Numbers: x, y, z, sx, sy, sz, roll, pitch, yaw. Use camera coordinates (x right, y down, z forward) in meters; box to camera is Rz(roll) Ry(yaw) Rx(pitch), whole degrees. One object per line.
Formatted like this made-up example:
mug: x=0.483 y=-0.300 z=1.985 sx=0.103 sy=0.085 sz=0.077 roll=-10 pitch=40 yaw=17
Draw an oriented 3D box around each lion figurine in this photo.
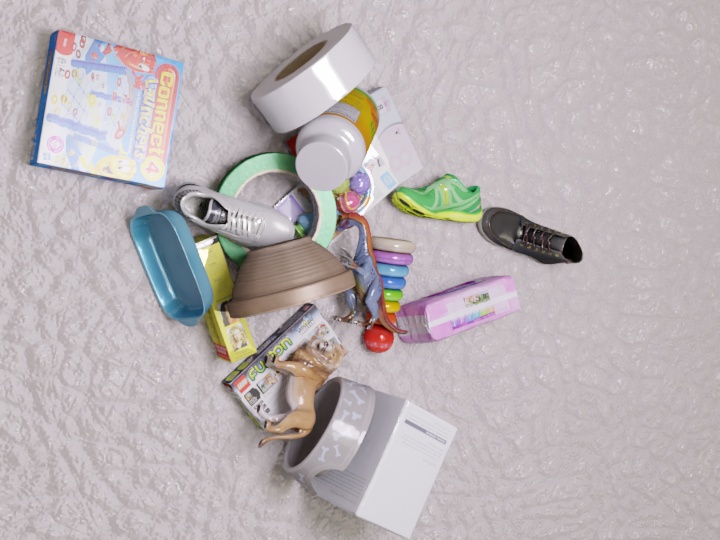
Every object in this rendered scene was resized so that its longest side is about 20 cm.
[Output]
lion figurine: x=-0.098 y=0.201 z=1.663 sx=0.122 sy=0.072 sz=0.201 roll=19 pitch=69 yaw=-23

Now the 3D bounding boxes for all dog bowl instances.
dog bowl: x=-0.056 y=0.263 z=1.679 sx=0.058 sy=0.200 sz=0.201 roll=32 pitch=77 yaw=-15

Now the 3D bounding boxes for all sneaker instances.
sneaker: x=0.320 y=-0.067 z=1.915 sx=0.199 sy=0.106 sz=0.075 roll=21 pitch=83 yaw=-28
sneaker: x=0.136 y=-0.133 z=1.833 sx=0.199 sy=0.074 sz=0.084 roll=5 pitch=93 yaw=-38
sneaker: x=-0.195 y=-0.078 z=1.587 sx=0.199 sy=0.080 sz=0.077 roll=15 pitch=93 yaw=-17

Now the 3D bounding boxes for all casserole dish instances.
casserole dish: x=-0.286 y=-0.012 z=1.582 sx=0.039 sy=0.121 sz=0.201 roll=-33 pitch=109 yaw=-42

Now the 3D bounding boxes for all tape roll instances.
tape roll: x=-0.139 y=-0.090 z=1.663 sx=0.199 sy=0.048 sz=0.202 roll=-2 pitch=98 yaw=-12
tape roll: x=-0.075 y=-0.307 z=1.632 sx=0.202 sy=0.202 sz=0.071 roll=-46 pitch=111 yaw=-19

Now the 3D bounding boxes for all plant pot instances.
plant pot: x=-0.113 y=0.003 z=1.564 sx=0.200 sy=0.201 sz=0.093 roll=-16 pitch=95 yaw=-27

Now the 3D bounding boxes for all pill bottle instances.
pill bottle: x=-0.040 y=-0.207 z=1.623 sx=0.111 sy=0.111 sz=0.200 roll=53 pitch=28 yaw=-20

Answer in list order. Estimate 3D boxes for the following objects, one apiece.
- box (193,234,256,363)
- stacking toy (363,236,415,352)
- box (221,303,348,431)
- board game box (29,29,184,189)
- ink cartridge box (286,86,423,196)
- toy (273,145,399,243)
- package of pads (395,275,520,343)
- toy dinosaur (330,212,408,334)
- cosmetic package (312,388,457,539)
box: x=-0.228 y=0.044 z=1.638 sx=0.050 sy=0.075 sz=0.201 roll=-24 pitch=105 yaw=-23
stacking toy: x=0.042 y=0.044 z=1.786 sx=0.085 sy=0.085 sz=0.202 roll=6 pitch=94 yaw=-29
box: x=-0.123 y=0.160 z=1.723 sx=0.200 sy=0.035 sz=0.110 roll=-43 pitch=111 yaw=-20
board game box: x=-0.380 y=-0.238 z=1.548 sx=0.195 sy=0.056 sz=0.202 roll=9 pitch=88 yaw=-29
ink cartridge box: x=-0.005 y=-0.200 z=1.763 sx=0.200 sy=0.057 sz=0.163 roll=-35 pitch=109 yaw=-28
toy: x=-0.034 y=-0.125 z=1.728 sx=0.200 sy=0.047 sz=0.115 roll=-41 pitch=109 yaw=-7
package of pads: x=0.172 y=0.069 z=1.832 sx=0.199 sy=0.120 sz=0.076 roll=-18 pitch=96 yaw=-27
toy dinosaur: x=0.000 y=0.000 z=1.721 sx=0.199 sy=0.105 sz=0.183 roll=14 pitch=89 yaw=-44
cosmetic package: x=0.030 y=0.315 z=1.721 sx=0.123 sy=0.199 sz=0.201 roll=32 pitch=78 yaw=-27
